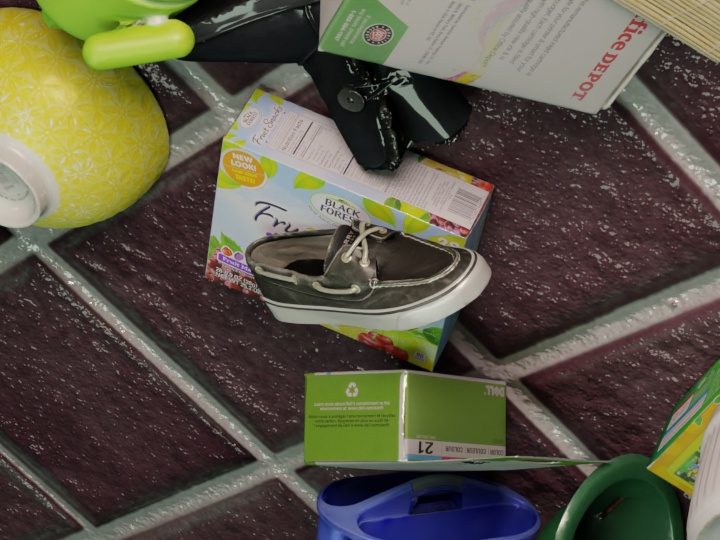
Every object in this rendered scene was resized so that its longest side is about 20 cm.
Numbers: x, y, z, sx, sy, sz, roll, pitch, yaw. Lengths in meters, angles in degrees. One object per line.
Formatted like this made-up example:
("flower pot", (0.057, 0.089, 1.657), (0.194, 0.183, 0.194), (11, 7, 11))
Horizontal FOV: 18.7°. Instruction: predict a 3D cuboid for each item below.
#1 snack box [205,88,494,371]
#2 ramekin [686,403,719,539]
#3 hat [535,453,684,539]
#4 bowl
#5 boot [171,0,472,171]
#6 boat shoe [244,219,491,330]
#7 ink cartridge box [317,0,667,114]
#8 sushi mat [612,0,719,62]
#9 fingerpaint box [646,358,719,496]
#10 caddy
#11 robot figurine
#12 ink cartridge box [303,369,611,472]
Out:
("snack box", (-0.012, -0.030, 1.676), (0.200, 0.068, 0.169), (22, 141, 7))
("ramekin", (0.325, 0.179, 1.541), (0.200, 0.105, 0.200), (18, 141, 15))
("hat", (0.153, 0.231, 1.812), (0.176, 0.166, 0.200), (13, 119, 46))
("bowl", (-0.263, -0.098, 1.729), (0.200, 0.108, 0.200), (18, 140, 16))
("boot", (-0.036, -0.139, 1.562), (0.200, 0.076, 0.168), (-13, 122, 34))
("boat shoe", (0.000, 0.000, 1.593), (0.200, 0.071, 0.064), (-4, 131, 36))
("ink cartridge box", (0.090, -0.186, 1.367), (0.200, 0.088, 0.145), (13, 146, -17))
("sushi mat", (0.180, -0.180, 1.281), (0.200, 0.012, 0.096), (24, 147, -34))
("fingerpaint box", (0.335, 0.120, 1.615), (0.167, 0.073, 0.200), (31, 142, 0))
("caddy", (0.054, 0.217, 1.813), (0.141, 0.200, 0.105), (31, 117, 49))
("robot figurine", (-0.157, -0.225, 1.500), (0.200, 0.116, 0.176), (-20, 76, 58))
("ink cartridge box", (0.077, 0.118, 1.718), (0.200, 0.076, 0.148), (-6, 170, 36))
